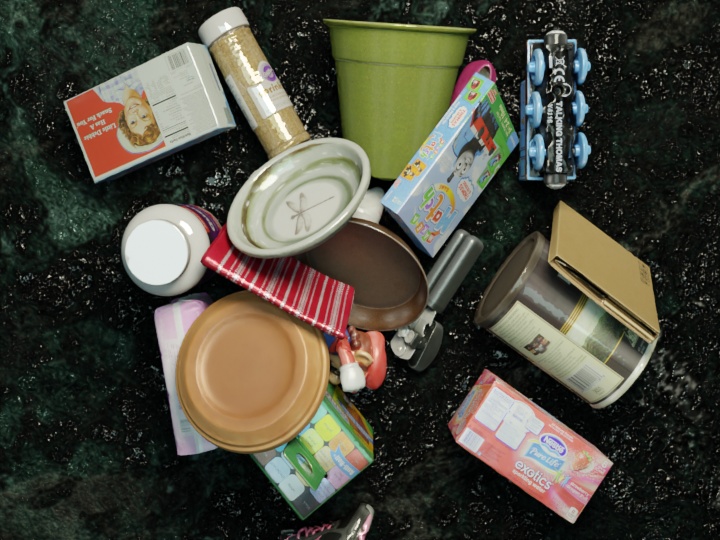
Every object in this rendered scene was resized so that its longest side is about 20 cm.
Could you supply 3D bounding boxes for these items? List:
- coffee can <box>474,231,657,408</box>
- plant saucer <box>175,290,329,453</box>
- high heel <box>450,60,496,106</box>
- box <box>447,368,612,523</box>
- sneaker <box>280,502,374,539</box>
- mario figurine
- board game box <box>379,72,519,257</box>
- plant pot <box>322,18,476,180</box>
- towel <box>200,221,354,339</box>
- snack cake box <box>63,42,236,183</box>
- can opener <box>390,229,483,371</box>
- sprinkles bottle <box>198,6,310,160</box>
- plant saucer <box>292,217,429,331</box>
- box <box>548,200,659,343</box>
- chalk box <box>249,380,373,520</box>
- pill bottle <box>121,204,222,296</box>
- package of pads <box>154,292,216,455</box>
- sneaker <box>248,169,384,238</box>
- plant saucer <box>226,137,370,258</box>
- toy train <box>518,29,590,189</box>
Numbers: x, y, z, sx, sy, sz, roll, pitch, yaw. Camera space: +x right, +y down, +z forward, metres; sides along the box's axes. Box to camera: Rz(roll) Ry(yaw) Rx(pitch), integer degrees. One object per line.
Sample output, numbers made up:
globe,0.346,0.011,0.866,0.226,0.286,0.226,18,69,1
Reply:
coffee can,0.272,0.066,1.148,0.198,0.146,0.148,35,93,-3
plant saucer,-0.136,0.119,1.052,0.196,0.038,0.204,-3,72,9
high heel,0.133,-0.180,1.155,0.066,0.096,0.203,23,93,-3
box,0.230,0.237,1.184,0.198,0.095,0.104,34,93,-3
sneaker,-0.067,0.389,1.208,0.200,0.079,0.095,-44,82,1
mario figurine,-0.050,0.105,1.159,0.199,0.125,0.105,39,131,-22
board game box,0.120,-0.130,1.113,0.036,0.151,0.201,36,87,30
plant pot,0.043,-0.222,1.121,0.196,0.200,0.194,4,106,-1
towel,-0.098,0.009,1.082,0.198,0.145,0.023,29,110,-5
snack cake box,-0.279,-0.207,1.141,0.197,0.067,0.117,-20,97,15
can opener,0.108,0.040,1.199,0.066,0.053,0.202,26,96,-37
sprinkles bottle,-0.143,-0.249,1.162,0.067,0.068,0.202,-29,94,1
plant saucer,0.000,0.000,1.145,0.197,0.201,0.035,26,50,-2
box,0.315,-0.005,1.122,0.162,0.200,0.021,36,118,-3
chalk box,-0.064,0.225,1.127,0.123,0.200,0.125,-39,94,2
pill bottle,-0.240,-0.029,1.109,0.110,0.200,0.115,0,94,-1
package of pads,-0.222,0.135,1.160,0.074,0.121,0.204,-9,93,0
sneaker,-0.056,-0.104,1.179,0.197,0.078,0.101,21,65,8
plant saucer,-0.071,-0.081,1.074,0.198,0.201,0.051,-31,131,2
toy train,0.252,-0.210,1.145,0.085,0.114,0.205,-2,94,-4
